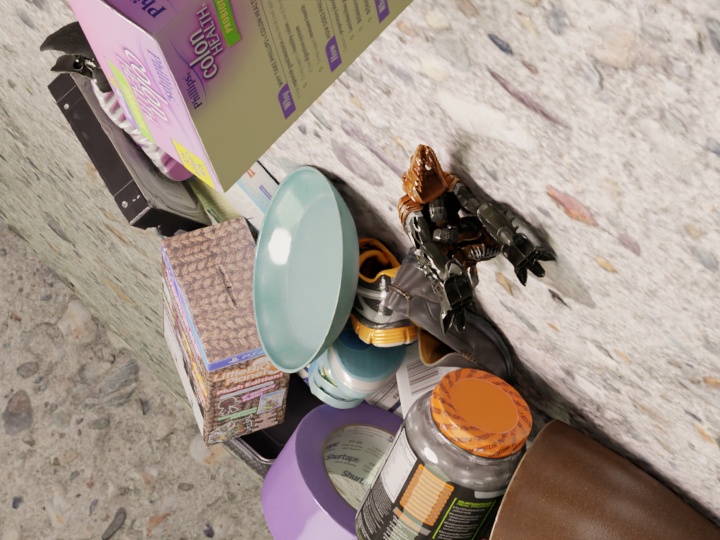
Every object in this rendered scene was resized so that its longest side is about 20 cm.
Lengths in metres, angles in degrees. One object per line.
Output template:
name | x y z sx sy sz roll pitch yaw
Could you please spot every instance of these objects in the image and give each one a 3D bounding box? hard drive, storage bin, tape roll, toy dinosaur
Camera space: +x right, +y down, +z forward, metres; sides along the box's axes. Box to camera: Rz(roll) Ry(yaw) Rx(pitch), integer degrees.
hard drive | -0.249 -0.124 1.736 0.200 0.038 0.140 56 -165 22
storage bin | -0.079 0.137 1.875 0.135 0.200 0.094 37 163 20
tape roll | 0.003 0.239 1.655 0.200 0.200 0.085 41 126 10
toy dinosaur | 0.067 -0.031 1.268 0.200 0.102 0.136 28 -159 -55

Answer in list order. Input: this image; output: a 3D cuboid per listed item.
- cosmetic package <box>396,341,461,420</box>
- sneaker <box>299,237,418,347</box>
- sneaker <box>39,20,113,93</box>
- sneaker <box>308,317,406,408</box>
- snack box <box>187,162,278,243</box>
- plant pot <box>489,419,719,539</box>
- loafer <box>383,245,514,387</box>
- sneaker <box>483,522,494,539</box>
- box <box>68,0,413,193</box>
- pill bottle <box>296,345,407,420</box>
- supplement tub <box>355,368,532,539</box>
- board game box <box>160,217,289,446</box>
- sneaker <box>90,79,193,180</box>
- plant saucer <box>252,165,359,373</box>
cosmetic package | 0.109 0.166 1.637 0.102 0.071 0.200 -99 -18 -47
sneaker | 0.000 0.000 1.569 0.200 0.078 0.078 38 135 50
sneaker | -0.206 -0.197 1.487 0.199 0.104 0.060 33 162 35
sneaker | -0.008 0.105 1.607 0.079 0.131 0.200 17 -155 -5
snack box | -0.128 -0.073 1.751 0.116 0.037 0.200 48 164 -12
plant pot | 0.242 0.261 1.478 0.199 0.188 0.187 19 156 22
loafer | 0.081 0.062 1.501 0.073 0.072 0.200 22 155 50
sneaker | 0.158 0.258 1.627 0.074 0.087 0.201 23 139 46
box | -0.069 -0.183 0.986 0.097 0.200 0.176 36 164 23
pill bottle | 0.010 0.119 1.769 0.200 0.111 0.111 47 165 -11
supplement tub | 0.081 0.196 1.509 0.122 0.122 0.201 39 128 17
board game box | -0.149 0.070 1.742 0.200 0.096 0.160 101 149 -58
sneaker | -0.235 -0.182 1.670 0.088 0.080 0.200 39 167 45
plant saucer | -0.049 0.000 1.547 0.036 0.201 0.200 5 -177 -27
